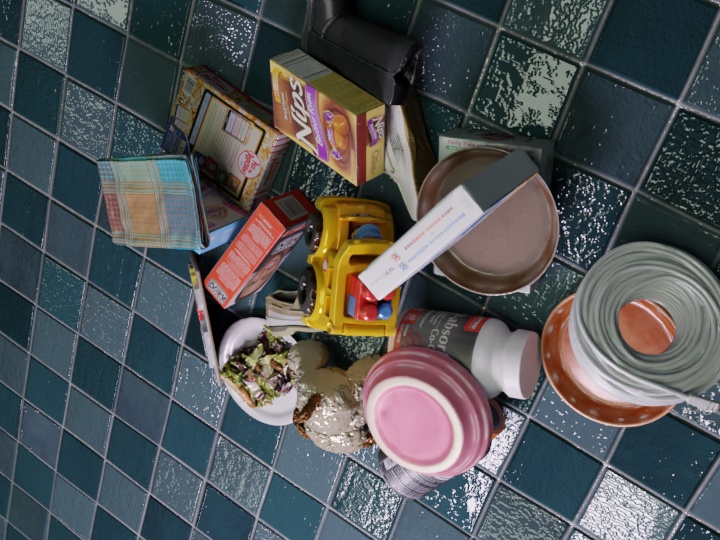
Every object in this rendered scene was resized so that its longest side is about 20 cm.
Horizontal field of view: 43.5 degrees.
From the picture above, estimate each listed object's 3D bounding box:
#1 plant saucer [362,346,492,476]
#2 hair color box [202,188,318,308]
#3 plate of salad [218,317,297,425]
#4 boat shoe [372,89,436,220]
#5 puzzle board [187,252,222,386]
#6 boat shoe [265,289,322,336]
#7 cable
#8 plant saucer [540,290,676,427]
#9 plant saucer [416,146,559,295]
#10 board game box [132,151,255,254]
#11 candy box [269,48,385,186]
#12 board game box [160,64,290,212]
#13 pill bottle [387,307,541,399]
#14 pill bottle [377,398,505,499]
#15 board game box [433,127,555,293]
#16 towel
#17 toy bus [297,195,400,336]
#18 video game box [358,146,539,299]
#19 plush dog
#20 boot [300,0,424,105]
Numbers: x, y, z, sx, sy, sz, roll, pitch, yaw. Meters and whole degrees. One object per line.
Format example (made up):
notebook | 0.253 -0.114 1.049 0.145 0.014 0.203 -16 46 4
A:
plant saucer | 0.085 0.207 1.265 0.200 0.051 0.201 13 118 27
hair color box | -0.159 -0.034 1.439 0.061 0.101 0.200 48 126 9
plate of salad | -0.171 0.178 1.553 0.200 0.048 0.201 11 111 29
boat shoe | 0.060 -0.161 1.280 0.069 0.071 0.201 -12 91 35
puzzle board | -0.267 0.081 1.536 0.017 0.151 0.201 -12 105 -11
boat shoe | -0.074 0.056 1.433 0.200 0.075 0.069 -12 101 33
cable | 0.359 0.067 1.115 0.199 0.069 0.201 10 75 7
plant saucer | 0.343 0.113 1.218 0.200 0.032 0.201 11 112 28
plant saucer | 0.169 -0.066 1.189 0.200 0.032 0.201 11 112 28
board game box | -0.277 -0.117 1.452 0.200 0.153 0.040 36 123 17
candy box | -0.049 -0.219 1.281 0.200 0.056 0.117 40 145 37
board game box | -0.217 -0.211 1.446 0.200 0.046 0.152 37 122 16
pill bottle | 0.149 0.120 1.291 0.200 0.116 0.116 6 110 30
pill bottle | 0.125 0.259 1.360 0.200 0.106 0.106 -42 83 35
board game box | 0.180 -0.084 1.233 0.147 0.064 0.201 13 114 27
towel | -0.319 -0.103 1.377 0.200 0.022 0.147 3 109 32
toy bus | 0.000 0.000 1.269 0.192 0.135 0.201 -158 72 -72
video game box | 0.109 -0.059 1.088 0.182 0.200 0.047 -39 87 35
plush dog | -0.039 0.226 1.435 0.199 0.161 0.172 10 135 23
boot | 0.005 -0.333 1.220 0.200 0.066 0.165 41 137 37
